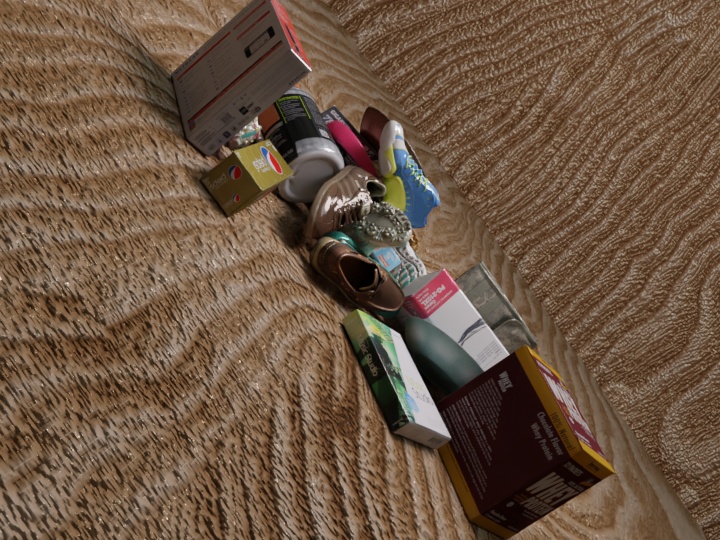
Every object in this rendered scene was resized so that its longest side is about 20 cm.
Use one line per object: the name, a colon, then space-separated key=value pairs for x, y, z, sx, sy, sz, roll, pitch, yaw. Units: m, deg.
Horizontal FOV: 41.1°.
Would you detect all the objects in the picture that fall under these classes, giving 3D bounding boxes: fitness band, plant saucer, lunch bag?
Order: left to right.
fitness band: x=-0.030 y=-0.189 z=1.694 sx=0.144 sy=0.037 sz=0.200 roll=58 pitch=-14 yaw=-4
plant saucer: x=0.053 y=-0.199 z=1.731 sx=0.201 sy=0.037 sz=0.201 roll=53 pitch=-11 yaw=14
plant saucer: x=0.137 y=0.161 z=1.590 sx=0.201 sy=0.039 sz=0.201 roll=41 pitch=-17 yaw=15
lunch bag: x=0.223 y=0.111 z=1.835 sx=0.201 sy=0.164 sz=0.118 roll=54 pitch=9 yaw=2

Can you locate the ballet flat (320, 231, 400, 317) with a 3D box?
ballet flat: x=0.000 y=0.000 z=1.586 sx=0.200 sy=0.067 sz=0.070 roll=46 pitch=2 yaw=-36

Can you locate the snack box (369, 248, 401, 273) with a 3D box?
snack box: x=-0.004 y=-0.075 z=1.703 sx=0.201 sy=0.037 sz=0.116 roll=56 pitch=-11 yaw=6

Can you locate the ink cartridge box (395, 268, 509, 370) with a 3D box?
ink cartridge box: x=0.153 y=0.106 z=1.669 sx=0.201 sy=0.084 sz=0.145 roll=53 pitch=-17 yaw=-5

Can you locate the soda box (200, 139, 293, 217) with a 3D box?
soda box: x=-0.159 y=-0.135 z=1.381 sx=0.068 sy=0.064 sz=0.200 roll=53 pitch=15 yaw=-5

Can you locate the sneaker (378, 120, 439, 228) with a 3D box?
sneaker: x=0.082 y=-0.155 z=1.611 sx=0.076 sy=0.104 sz=0.201 roll=-94 pitch=-175 yaw=-59

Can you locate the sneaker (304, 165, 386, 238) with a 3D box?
sneaker: x=-0.020 y=-0.107 z=1.507 sx=0.075 sy=0.071 sz=0.200 roll=20 pitch=38 yaw=12

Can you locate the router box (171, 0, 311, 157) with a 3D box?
router box: x=-0.177 y=-0.289 z=1.393 sx=0.049 sy=0.199 sz=0.180 roll=39 pitch=21 yaw=-42

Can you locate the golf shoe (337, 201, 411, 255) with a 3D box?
golf shoe: x=0.014 y=-0.061 z=1.593 sx=0.199 sy=0.078 sz=0.098 roll=18 pitch=-35 yaw=42

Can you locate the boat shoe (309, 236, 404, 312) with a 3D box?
boat shoe: x=0.005 y=0.017 z=1.504 sx=0.200 sy=0.072 sz=0.067 roll=35 pitch=-8 yaw=-40

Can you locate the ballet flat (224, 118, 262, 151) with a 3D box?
ballet flat: x=-0.193 y=-0.243 z=1.480 sx=0.201 sy=0.063 sz=0.076 roll=-115 pitch=-164 yaw=-49

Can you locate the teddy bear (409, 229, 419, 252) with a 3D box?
teddy bear: x=0.067 y=-0.097 z=2.041 sx=0.145 sy=0.066 sz=0.200 roll=56 pitch=5 yaw=-35

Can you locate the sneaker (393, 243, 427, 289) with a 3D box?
sneaker: x=0.103 y=0.015 z=1.862 sx=0.091 sy=0.077 sz=0.201 roll=49 pitch=16 yaw=-34

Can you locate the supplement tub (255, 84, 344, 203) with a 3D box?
supplement tub: x=-0.113 y=-0.221 z=1.604 sx=0.122 sy=0.122 sz=0.201 roll=36 pitch=24 yaw=-51

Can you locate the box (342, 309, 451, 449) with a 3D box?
box: x=0.054 y=0.163 z=1.438 sx=0.144 sy=0.036 sz=0.201 roll=33 pitch=24 yaw=-55

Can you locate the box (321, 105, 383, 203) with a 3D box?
box: x=0.000 y=-0.178 z=1.796 sx=0.200 sy=0.050 sz=0.199 roll=49 pitch=-16 yaw=27

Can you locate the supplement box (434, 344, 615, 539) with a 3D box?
supplement box: x=0.238 y=0.263 z=1.467 sx=0.133 sy=0.199 sz=0.198 roll=37 pitch=22 yaw=-47
